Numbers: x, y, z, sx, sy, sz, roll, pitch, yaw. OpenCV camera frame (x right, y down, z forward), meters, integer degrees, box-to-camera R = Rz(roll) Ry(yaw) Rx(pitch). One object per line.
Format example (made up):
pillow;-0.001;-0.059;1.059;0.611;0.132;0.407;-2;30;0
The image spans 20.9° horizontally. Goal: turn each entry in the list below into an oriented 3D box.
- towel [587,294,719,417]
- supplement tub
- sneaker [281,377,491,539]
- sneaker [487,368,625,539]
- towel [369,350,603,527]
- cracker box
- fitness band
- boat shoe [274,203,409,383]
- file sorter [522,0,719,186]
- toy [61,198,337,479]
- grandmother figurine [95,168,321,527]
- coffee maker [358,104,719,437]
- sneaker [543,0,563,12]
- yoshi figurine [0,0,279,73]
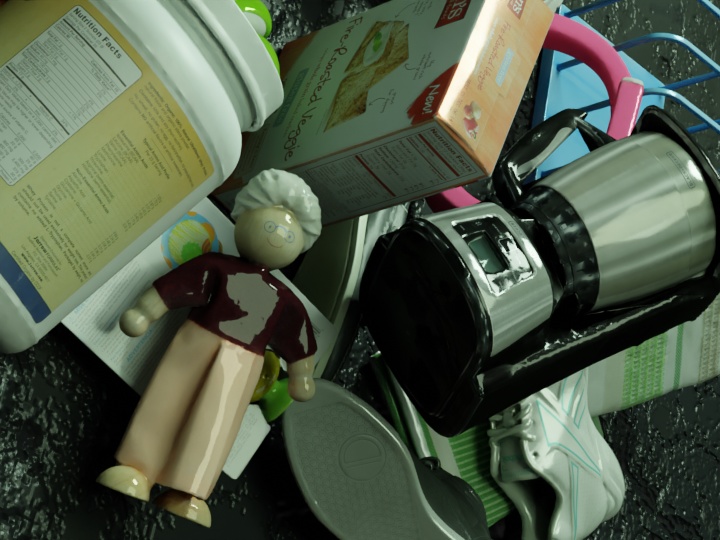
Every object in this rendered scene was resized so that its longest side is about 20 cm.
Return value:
towel;0.216;0.022;1.381;0.198;0.031;0.150;-16;125;-23
supplement tub;-0.152;-0.070;1.009;0.200;0.144;0.145;-41;112;-14
sneaker;0.016;0.135;1.228;0.200;0.071;0.099;50;9;-17
sneaker;0.117;0.097;1.319;0.080;0.070;0.202;-35;108;-43
towel;0.091;0.088;1.360;0.199;0.023;0.154;-29;102;-48
cracker box;0.012;-0.101;1.195;0.058;0.199;0.135;44;51;-29
fitness band;0.118;-0.101;1.362;0.038;0.142;0.201;96;13;-56
boat shoe;-0.001;0.000;1.247;0.066;0.074;0.201;30;53;-29
file sorter;0.217;-0.095;1.465;0.138;0.122;0.202;31;59;-38
toy;-0.117;0.015;1.135;0.200;0.047;0.115;44;65;-17
grandmother figurine;-0.073;0.039;1.096;0.121;0.060;0.202;26;82;-32
coffee maker;0.112;0.018;1.187;0.199;0.135;0.193;-22;134;-24
sneaker;0.079;-0.177;1.341;0.074;0.087;0.201;30;62;11
yoshi figurine;-0.117;-0.133;1.145;0.199;0.112;0.113;-1;91;-48
